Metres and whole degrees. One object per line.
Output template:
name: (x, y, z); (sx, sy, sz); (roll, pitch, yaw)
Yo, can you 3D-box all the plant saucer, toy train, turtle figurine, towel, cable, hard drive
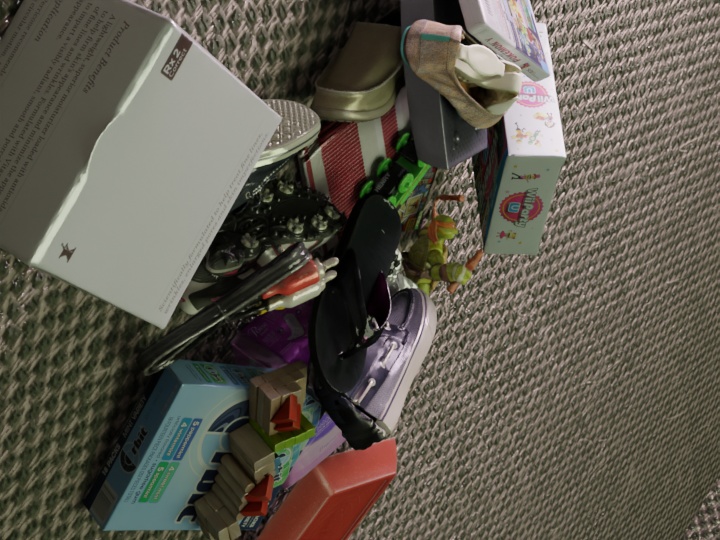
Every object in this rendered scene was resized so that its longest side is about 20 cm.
plant saucer: (-0.047, 0.285, 1.929); (0.200, 0.037, 0.199); (-55, 160, 19)
toy train: (0.069, -0.130, 1.726); (0.201, 0.042, 0.056); (-53, 158, -5)
turtle figurine: (0.073, 0.007, 1.851); (0.064, 0.200, 0.163); (12, 110, -16)
towel: (0.018, -0.121, 1.722); (0.200, 0.023, 0.145); (-40, 143, -24)
cable: (-0.104, 0.038, 1.518); (0.199, 0.051, 0.097); (-36, 177, -21)
hard drive: (0.080, -0.205, 1.627); (0.135, 0.042, 0.202); (-33, 120, -64)

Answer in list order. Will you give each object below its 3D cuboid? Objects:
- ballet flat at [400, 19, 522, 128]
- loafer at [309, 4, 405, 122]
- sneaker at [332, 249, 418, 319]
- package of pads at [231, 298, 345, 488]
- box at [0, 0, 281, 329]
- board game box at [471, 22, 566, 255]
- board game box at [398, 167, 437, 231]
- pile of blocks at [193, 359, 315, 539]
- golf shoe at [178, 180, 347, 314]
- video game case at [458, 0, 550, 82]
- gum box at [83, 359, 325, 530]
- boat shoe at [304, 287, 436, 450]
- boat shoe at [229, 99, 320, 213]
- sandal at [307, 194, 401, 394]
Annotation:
ballet flat: (0.107, -0.175, 1.558); (0.199, 0.067, 0.069); (18, 75, -59)
loafer: (0.009, -0.198, 1.614); (0.200, 0.075, 0.069); (-48, 139, -53)
sneaker: (0.000, 0.000, 1.743); (0.075, 0.081, 0.200); (-45, 162, -6)
package of pads: (-0.063, 0.118, 1.764); (0.120, 0.075, 0.201); (-42, 146, -31)
box: (-0.191, -0.088, 1.289); (0.200, 0.130, 0.200); (-60, 153, -3)
board game box: (0.161, -0.140, 1.795); (0.148, 0.064, 0.201); (100, -11, -48)
board game box: (0.058, -0.134, 1.810); (0.104, 0.023, 0.202); (-9, 122, -55)
pile of blocks: (-0.087, 0.184, 1.603); (0.082, 0.062, 0.201); (3, 121, -44)
golf shoe: (-0.097, -0.024, 1.599); (0.199, 0.077, 0.088); (-21, 148, -44)
video game case: (0.117, -0.293, 1.624); (0.182, 0.023, 0.202); (20, 52, -63)
gum box: (-0.142, 0.170, 1.626); (0.199, 0.045, 0.171); (9, 117, -48)
boat shoe: (0.010, 0.071, 1.670); (0.093, 0.074, 0.201); (46, 40, -25)
boat shoe: (-0.116, -0.089, 1.493); (0.199, 0.074, 0.063); (-37, 149, -33)
sandal: (0.001, 0.017, 1.597); (0.075, 0.048, 0.202); (34, 60, -37)
